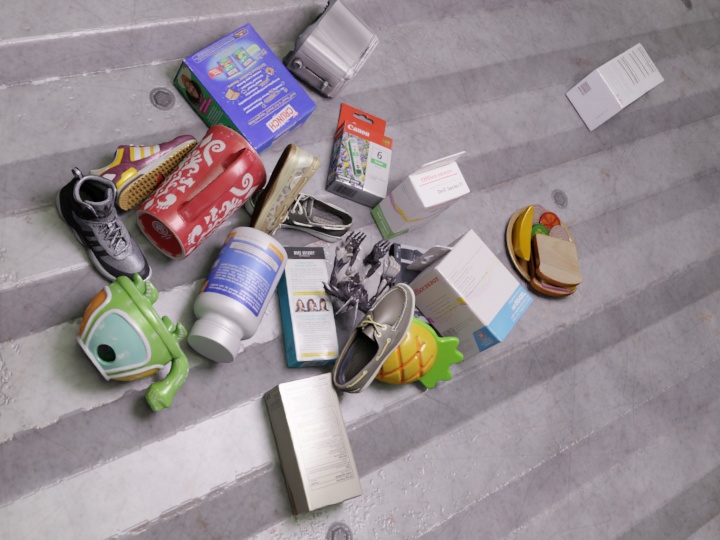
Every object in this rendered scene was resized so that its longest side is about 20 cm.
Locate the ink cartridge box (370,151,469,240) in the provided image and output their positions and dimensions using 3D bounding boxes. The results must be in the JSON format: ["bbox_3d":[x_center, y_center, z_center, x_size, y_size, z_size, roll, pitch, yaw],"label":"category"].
[{"bbox_3d":[0.118,-0.135,1.488,0.116,0.200,0.068,-21,80,-31],"label":"ink cartridge box"}]

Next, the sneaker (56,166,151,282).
[{"bbox_3d":[-0.391,-0.067,1.247,0.075,0.114,0.201,-41,92,-33],"label":"sneaker"}]

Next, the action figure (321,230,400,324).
[{"bbox_3d":[0.000,0.000,1.396,0.117,0.103,0.201,24,33,-8],"label":"action figure"}]

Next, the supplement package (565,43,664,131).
[{"bbox_3d":[0.603,-0.435,1.910,0.199,0.114,0.110,-33,88,-34],"label":"supplement package"}]

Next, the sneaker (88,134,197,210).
[{"bbox_3d":[-0.356,-0.185,1.337,0.089,0.075,0.200,35,45,10],"label":"sneaker"}]

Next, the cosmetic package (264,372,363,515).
[{"bbox_3d":[-0.077,0.278,1.300,0.104,0.071,0.204,-6,74,-30],"label":"cosmetic package"}]

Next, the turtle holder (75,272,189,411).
[{"bbox_3d":[-0.339,0.106,1.210,0.131,0.140,0.187,-38,130,-19],"label":"turtle holder"}]

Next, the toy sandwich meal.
[{"bbox_3d":[0.388,-0.048,1.671,0.202,0.070,0.209,10,66,-24],"label":"toy sandwich meal"}]

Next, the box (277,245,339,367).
[{"bbox_3d":[-0.094,0.061,1.390,0.081,0.049,0.204,0,71,-27],"label":"box"}]

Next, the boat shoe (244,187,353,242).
[{"bbox_3d":[-0.107,-0.110,1.442,0.197,0.064,0.072,15,64,-21],"label":"boat shoe"}]

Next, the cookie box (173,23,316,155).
[{"bbox_3d":[-0.208,-0.319,1.465,0.201,0.075,0.171,50,57,-1],"label":"cookie box"}]

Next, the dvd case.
[{"bbox_3d":[0.147,0.036,1.540,0.197,0.025,0.153,11,66,-24],"label":"dvd case"}]

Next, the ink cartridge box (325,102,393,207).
[{"bbox_3d":[0.004,-0.233,1.556,0.107,0.050,0.203,18,64,-20],"label":"ink cartridge box"}]

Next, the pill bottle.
[{"bbox_3d":[-0.202,0.041,1.305,0.111,0.112,0.202,30,59,-13],"label":"pill bottle"}]

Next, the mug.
[{"bbox_3d":[-0.262,-0.134,1.313,0.133,0.178,0.201,36,62,7],"label":"mug"}]

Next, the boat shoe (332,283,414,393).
[{"bbox_3d":[0.021,0.111,1.319,0.072,0.060,0.204,33,95,25],"label":"boat shoe"}]

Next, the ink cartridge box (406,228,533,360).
[{"bbox_3d":[0.187,0.035,1.471,0.201,0.128,0.125,49,57,-3],"label":"ink cartridge box"}]

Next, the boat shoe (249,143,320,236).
[{"bbox_3d":[-0.135,-0.114,1.358,0.062,0.201,0.074,21,32,-19],"label":"boat shoe"}]

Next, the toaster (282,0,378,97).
[{"bbox_3d":[-0.051,-0.436,1.573,0.129,0.113,0.202,39,56,-13],"label":"toaster"}]

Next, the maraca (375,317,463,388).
[{"bbox_3d":[0.083,0.143,1.407,0.197,0.138,0.108,18,31,-17],"label":"maraca"}]
